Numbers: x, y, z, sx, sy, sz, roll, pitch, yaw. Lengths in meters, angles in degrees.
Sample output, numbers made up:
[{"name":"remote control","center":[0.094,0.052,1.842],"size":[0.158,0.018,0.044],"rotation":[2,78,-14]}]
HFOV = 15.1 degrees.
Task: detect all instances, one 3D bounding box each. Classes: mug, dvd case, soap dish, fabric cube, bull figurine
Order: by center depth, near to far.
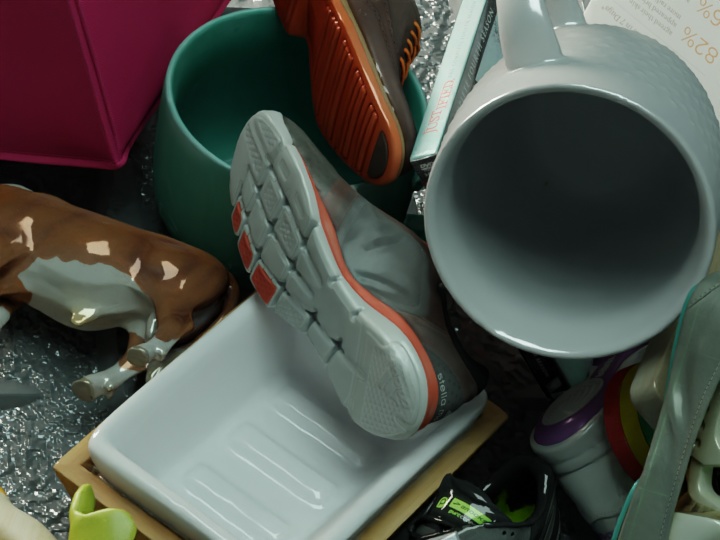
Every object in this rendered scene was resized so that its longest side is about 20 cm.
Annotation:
[{"name":"mug","center":[0.111,-0.078,1.416],"size":[0.147,0.201,0.175],"rotation":[-14,18,17]},{"name":"soap dish","center":[-0.042,0.101,1.449],"size":[0.157,0.081,0.200],"rotation":[33,50,19]},{"name":"bull figurine","center":[-0.170,0.004,1.512],"size":[0.199,0.065,0.122],"rotation":[13,42,11]},{"name":"dvd case","center":[0.092,-0.038,1.545],"size":[0.022,0.200,0.146],"rotation":[-12,38,28]},{"name":"mug","center":[-0.033,-0.051,1.570],"size":[0.152,0.115,0.185],"rotation":[-30,60,-34]},{"name":"fabric cube","center":[-0.206,-0.200,1.576],"size":[0.199,0.200,0.196],"rotation":[5,41,22]}]

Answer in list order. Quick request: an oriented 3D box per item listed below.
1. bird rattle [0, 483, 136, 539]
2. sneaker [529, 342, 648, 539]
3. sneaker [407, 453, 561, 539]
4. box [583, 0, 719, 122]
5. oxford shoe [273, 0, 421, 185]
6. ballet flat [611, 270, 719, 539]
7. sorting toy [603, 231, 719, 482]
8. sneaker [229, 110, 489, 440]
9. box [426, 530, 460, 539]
[{"name":"bird rattle","center":[-0.202,0.183,1.355],"size":[0.200,0.113,0.163],"rotation":[-30,47,-18]},{"name":"sneaker","center":[0.165,0.088,1.527],"size":[0.200,0.075,0.100],"rotation":[-38,100,-49]},{"name":"sneaker","center":[0.038,0.151,1.398],"size":[0.071,0.083,0.199],"rotation":[20,32,31]},{"name":"box","center":[0.218,-0.124,1.619],"size":[0.152,0.200,0.106],"rotation":[44,34,26]},{"name":"oxford shoe","center":[0.008,-0.127,1.524],"size":[0.072,0.071,0.200],"rotation":[-1,48,-22]},{"name":"ballet flat","center":[0.169,0.100,1.330],"size":[0.064,0.201,0.067],"rotation":[20,8,39]},{"name":"sorting toy","center":[0.218,0.074,1.478],"size":[0.199,0.069,0.200],"rotation":[49,44,-20]},{"name":"sneaker","center":[0.000,0.000,1.452],"size":[0.082,0.077,0.200],"rotation":[-14,66,-38]},{"name":"box","center":[-0.025,0.228,1.284],"size":[0.199,0.041,0.156],"rotation":[-18,84,-13]}]
